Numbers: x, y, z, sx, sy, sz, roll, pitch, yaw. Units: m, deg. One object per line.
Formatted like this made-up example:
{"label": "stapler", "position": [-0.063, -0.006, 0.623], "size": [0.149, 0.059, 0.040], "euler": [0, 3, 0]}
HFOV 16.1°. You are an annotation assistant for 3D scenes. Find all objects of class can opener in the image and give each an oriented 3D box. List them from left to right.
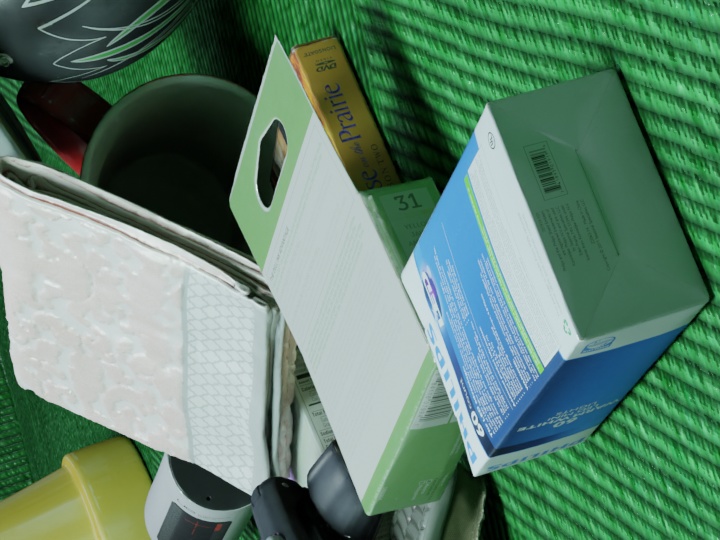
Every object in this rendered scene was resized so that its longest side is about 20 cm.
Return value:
{"label": "can opener", "position": [-0.017, 0.165, 1.331], "size": [0.200, 0.063, 0.079], "euler": [-109, 36, -58]}

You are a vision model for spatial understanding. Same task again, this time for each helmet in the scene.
{"label": "helmet", "position": [-0.169, -0.207, 1.455], "size": [0.191, 0.200, 0.200], "euler": [47, 157, 18]}

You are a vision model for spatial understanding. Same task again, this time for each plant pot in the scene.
{"label": "plant pot", "position": [-0.287, 0.281, 2.459], "size": [0.201, 0.188, 0.202], "euler": [164, 90, -75]}

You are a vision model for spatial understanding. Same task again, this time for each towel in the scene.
{"label": "towel", "position": [-0.124, 0.037, 1.447], "size": [0.190, 0.032, 0.200], "euler": [24, 143, 16]}

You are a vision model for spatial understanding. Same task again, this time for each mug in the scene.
{"label": "mug", "position": [-0.123, -0.059, 1.590], "size": [0.178, 0.133, 0.200], "euler": [64, 170, 1]}

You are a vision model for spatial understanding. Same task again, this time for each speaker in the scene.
{"label": "speaker", "position": [-0.114, 0.161, 1.893], "size": [0.200, 0.081, 0.081], "euler": [120, 132, -70]}

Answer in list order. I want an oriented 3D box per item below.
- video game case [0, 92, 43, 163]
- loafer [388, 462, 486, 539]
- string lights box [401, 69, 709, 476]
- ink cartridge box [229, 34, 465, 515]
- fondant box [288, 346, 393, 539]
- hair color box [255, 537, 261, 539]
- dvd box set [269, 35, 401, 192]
{"label": "video game case", "position": [-0.227, -0.101, 1.497], "size": [0.182, 0.023, 0.200], "euler": [55, 176, 46]}
{"label": "loafer", "position": [0.051, 0.193, 1.347], "size": [0.075, 0.069, 0.201], "euler": [-121, 33, -71]}
{"label": "string lights box", "position": [0.074, 0.007, 1.058], "size": [0.200, 0.059, 0.103], "euler": [115, 137, -69]}
{"label": "ink cartridge box", "position": [0.000, 0.000, 1.257], "size": [0.146, 0.048, 0.200], "euler": [111, 142, -53]}
{"label": "fondant box", "position": [0.001, 0.145, 1.488], "size": [0.144, 0.058, 0.200], "euler": [98, 153, -57]}
{"label": "hair color box", "position": [-0.028, 0.258, 1.529], "size": [0.200, 0.099, 0.061], "euler": [50, 140, 23]}
{"label": "dvd box set", "position": [0.002, -0.005, 1.370], "size": [0.146, 0.029, 0.201], "euler": [104, 147, -62]}
